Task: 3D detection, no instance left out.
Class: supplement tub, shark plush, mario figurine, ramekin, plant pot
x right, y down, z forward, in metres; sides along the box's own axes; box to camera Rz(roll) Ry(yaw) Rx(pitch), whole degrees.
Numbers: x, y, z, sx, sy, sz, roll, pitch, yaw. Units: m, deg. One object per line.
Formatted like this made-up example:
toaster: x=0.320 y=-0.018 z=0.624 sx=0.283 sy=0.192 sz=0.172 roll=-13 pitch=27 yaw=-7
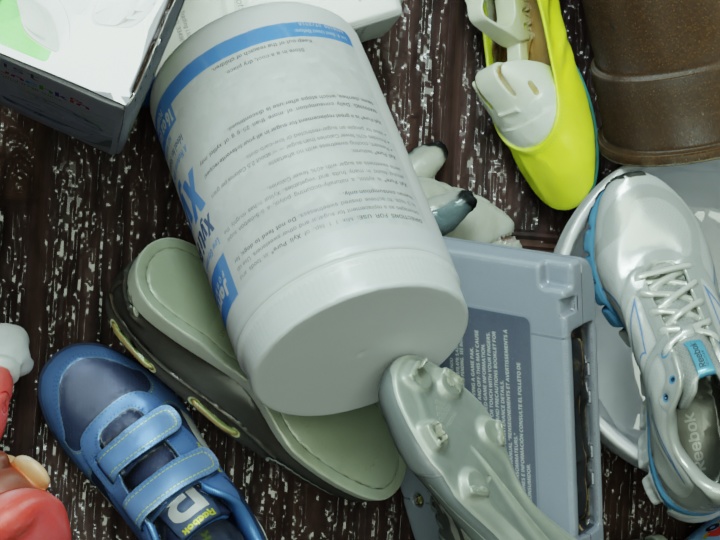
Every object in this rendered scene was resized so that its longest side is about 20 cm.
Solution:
supplement tub: x=-0.031 y=-0.036 z=1.357 sx=0.131 sy=0.132 sz=0.201 roll=-15 pitch=59 yaw=-10
shark plush: x=0.000 y=0.000 z=1.452 sx=0.199 sy=0.091 sz=0.084 roll=-22 pitch=118 yaw=-15
mario figurine: x=-0.236 y=0.105 z=1.410 sx=0.201 sy=0.123 sz=0.106 roll=55 pitch=38 yaw=7
ramekin: x=0.198 y=0.029 z=1.457 sx=0.198 sy=0.105 sz=0.202 roll=1 pitch=84 yaw=-8
plant pot: x=0.202 y=-0.190 z=1.405 sx=0.199 sy=0.200 sz=0.200 roll=-24 pitch=107 yaw=-10

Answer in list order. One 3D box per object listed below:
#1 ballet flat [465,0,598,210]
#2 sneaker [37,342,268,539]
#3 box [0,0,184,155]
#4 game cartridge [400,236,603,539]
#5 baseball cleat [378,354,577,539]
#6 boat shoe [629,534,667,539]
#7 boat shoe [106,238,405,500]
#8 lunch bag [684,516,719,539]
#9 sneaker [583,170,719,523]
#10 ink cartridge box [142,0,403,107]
ballet flat: x=0.093 y=-0.135 z=1.473 sx=0.067 sy=0.067 sz=0.202 roll=1 pitch=78 yaw=-47
sneaker: x=-0.111 y=0.123 z=1.412 sx=0.074 sy=0.082 sz=0.200 roll=-39 pitch=89 yaw=-9
box: x=-0.129 y=-0.179 z=1.306 sx=0.096 sy=0.176 sz=0.201 roll=22 pitch=84 yaw=-4
game cartridge: x=0.076 y=0.081 z=1.408 sx=0.041 sy=0.133 sz=0.202 roll=-20 pitch=114 yaw=-44
baseball cleat: x=0.057 y=0.140 z=1.349 sx=0.200 sy=0.106 sz=0.070 roll=52 pitch=41 yaw=-10
boat shoe: x=0.150 y=0.256 z=1.443 sx=0.060 sy=0.072 sz=0.203 roll=6 pitch=86 yaw=-12
boat shoe: x=-0.061 y=0.064 z=1.416 sx=0.201 sy=0.061 sz=0.072 roll=43 pitch=52 yaw=-8
lunch bag: x=0.290 y=0.150 z=1.387 sx=0.150 sy=0.200 sz=0.095 roll=-31 pitch=90 yaw=-41
sneaker: x=0.181 y=0.039 z=1.358 sx=0.074 sy=0.087 sz=0.202 roll=-15 pitch=85 yaw=-8
ink cartridge box: x=-0.091 y=-0.186 z=1.443 sx=0.198 sy=0.084 sz=0.147 roll=-16 pitch=86 yaw=-10
